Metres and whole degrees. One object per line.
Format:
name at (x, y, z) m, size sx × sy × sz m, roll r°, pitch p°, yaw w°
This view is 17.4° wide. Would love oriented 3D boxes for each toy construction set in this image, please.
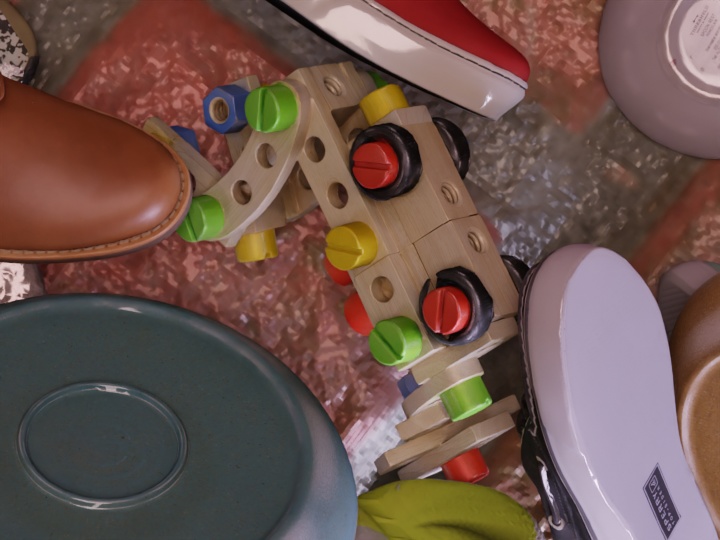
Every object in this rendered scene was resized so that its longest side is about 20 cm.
toy construction set at (0.000, 0.000, 0.941) m, size 0.131 × 0.092 × 0.200 m, roll -33°, pitch 93°, yaw 37°

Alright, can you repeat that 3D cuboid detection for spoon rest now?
spoon rest at (0.176, -0.138, 0.974) m, size 0.099 × 0.061 × 0.200 m, roll 32°, pitch 105°, yaw 0°

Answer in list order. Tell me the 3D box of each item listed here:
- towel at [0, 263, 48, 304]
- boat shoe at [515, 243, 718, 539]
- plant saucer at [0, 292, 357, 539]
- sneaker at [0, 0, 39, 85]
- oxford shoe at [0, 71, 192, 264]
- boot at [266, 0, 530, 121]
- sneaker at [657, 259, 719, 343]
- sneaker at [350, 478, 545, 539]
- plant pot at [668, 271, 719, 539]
towel at (-0.185, 0.046, 0.981) m, size 0.132 × 0.034 × 0.200 m, roll -17°, pitch 92°, yaw 1°
boat shoe at (0.090, 0.071, 0.926) m, size 0.069 × 0.057 × 0.200 m, roll -50°, pitch 135°, yaw -34°
plant saucer at (-0.098, 0.072, 0.892) m, size 0.200 × 0.200 × 0.027 m, roll 10°, pitch 131°, yaw -1°
sneaker at (-0.216, -0.119, 0.932) m, size 0.200 × 0.089 × 0.077 m, roll 26°, pitch 83°, yaw -20°
oxford shoe at (-0.162, -0.053, 0.903) m, size 0.200 × 0.071 × 0.071 m, roll 13°, pitch 68°, yaw -5°
boot at (0.008, -0.162, 0.925) m, size 0.200 × 0.072 × 0.144 m, roll 35°, pitch 90°, yaw 2°
sneaker at (0.224, 0.043, 0.974) m, size 0.200 × 0.074 × 0.118 m, roll 41°, pitch 68°, yaw 12°
sneaker at (-0.029, 0.131, 0.945) m, size 0.200 × 0.076 × 0.105 m, roll 9°, pitch 128°, yaw -6°
plant pot at (0.195, 0.084, 0.911) m, size 0.200 × 0.200 × 0.027 m, roll 50°, pitch 57°, yaw -1°
